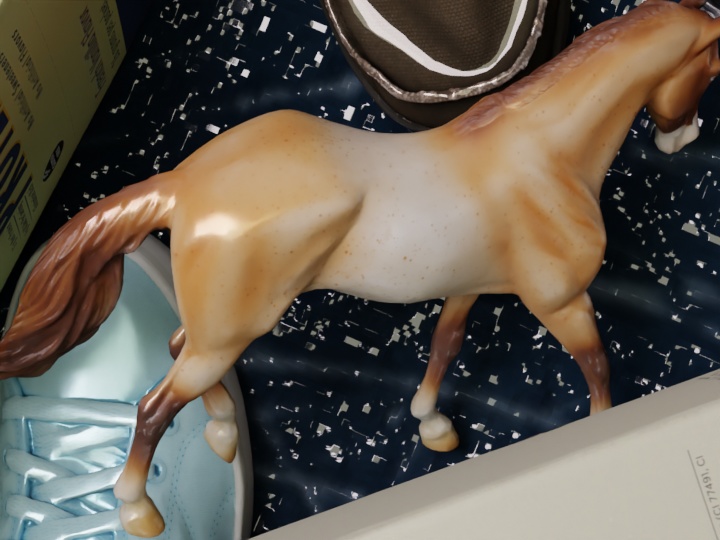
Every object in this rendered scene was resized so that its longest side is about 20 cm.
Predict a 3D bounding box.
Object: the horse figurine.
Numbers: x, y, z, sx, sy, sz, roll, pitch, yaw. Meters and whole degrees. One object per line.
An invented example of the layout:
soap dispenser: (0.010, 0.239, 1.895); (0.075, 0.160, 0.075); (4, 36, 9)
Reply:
horse figurine: (0.000, 0.000, 0.763); (0.199, 0.050, 0.133); (-5, 126, -18)

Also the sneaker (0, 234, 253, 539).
sneaker: (-0.069, 0.088, 0.800); (0.073, 0.082, 0.201); (-3, 92, 8)

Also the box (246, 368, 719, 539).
box: (0.042, 0.087, 0.758); (0.199, 0.068, 0.083); (-18, 94, -9)

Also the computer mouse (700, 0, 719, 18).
computer mouse: (0.144, -0.150, 0.783); (0.059, 0.034, 0.200); (36, 105, 14)

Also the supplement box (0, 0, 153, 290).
supplement box: (-0.187, -0.047, 0.757); (0.199, 0.134, 0.200); (25, 77, 8)

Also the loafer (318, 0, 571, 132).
loafer: (0.004, -0.132, 0.781); (0.073, 0.071, 0.201); (-14, 90, 10)
